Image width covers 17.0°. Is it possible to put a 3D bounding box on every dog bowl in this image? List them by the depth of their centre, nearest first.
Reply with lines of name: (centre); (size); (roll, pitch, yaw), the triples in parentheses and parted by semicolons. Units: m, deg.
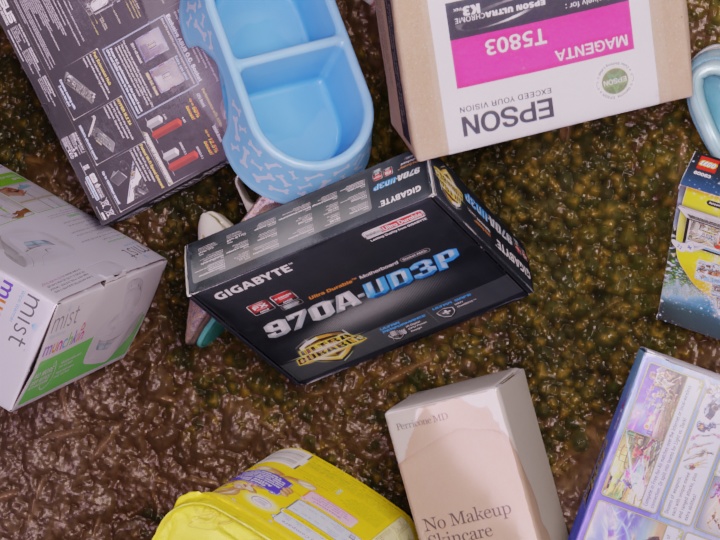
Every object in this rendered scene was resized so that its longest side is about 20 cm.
dog bowl: (-0.055, -0.147, 1.711); (0.111, 0.050, 0.200); (-16, 78, -19)

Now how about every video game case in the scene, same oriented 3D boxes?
video game case: (0.245, 0.176, 1.670); (0.181, 0.045, 0.200); (20, 93, -2)

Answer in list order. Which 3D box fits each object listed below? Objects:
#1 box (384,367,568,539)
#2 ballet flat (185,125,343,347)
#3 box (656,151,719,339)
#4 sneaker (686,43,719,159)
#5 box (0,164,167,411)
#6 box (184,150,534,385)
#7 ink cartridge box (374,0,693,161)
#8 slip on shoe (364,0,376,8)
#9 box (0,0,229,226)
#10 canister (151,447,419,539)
box: (0.093, 0.180, 1.740); (0.095, 0.078, 0.200); (-16, 93, 19)
ballet flat: (-0.077, -0.034, 1.775); (0.067, 0.068, 0.200); (43, 98, 12)
box: (0.307, 0.007, 1.628); (0.200, 0.038, 0.137); (19, 140, 14)
sneaker: (0.283, -0.064, 1.639); (0.074, 0.082, 0.200); (-41, 86, 20)
box: (-0.265, 0.003, 1.767); (0.176, 0.200, 0.097); (29, 107, 11)
box: (0.000, 0.000, 1.705); (0.200, 0.159, 0.046); (-22, 54, 20)
ink cartridge box: (0.112, -0.177, 1.595); (0.200, 0.075, 0.165); (-14, 117, -7)
slip on shoe: (0.066, -0.262, 1.632); (0.061, 0.074, 0.200); (24, 95, -8)
box: (-0.165, -0.156, 1.788); (0.158, 0.050, 0.200); (-28, 89, 19)
canister: (-0.049, 0.203, 1.725); (0.148, 0.200, 0.087); (31, 106, 12)
